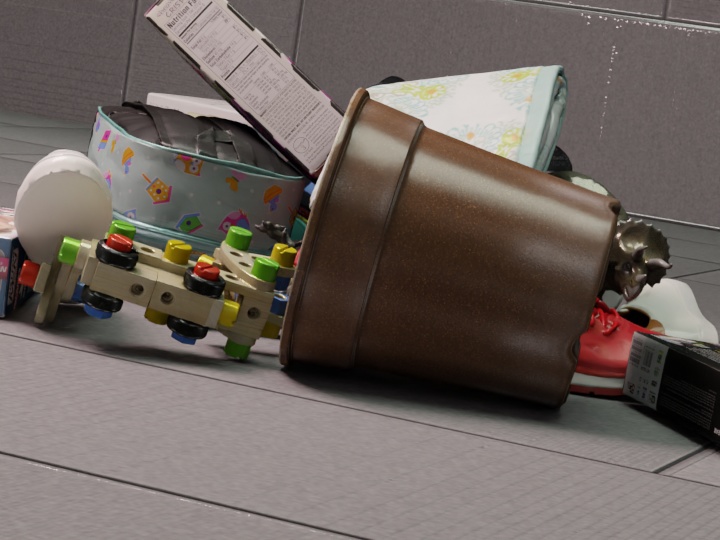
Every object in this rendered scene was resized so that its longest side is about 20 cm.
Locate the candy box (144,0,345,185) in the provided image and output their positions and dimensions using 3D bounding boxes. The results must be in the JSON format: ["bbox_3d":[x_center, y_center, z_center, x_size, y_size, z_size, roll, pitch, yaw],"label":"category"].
[{"bbox_3d":[-0.082,-0.155,1.857,0.200,0.061,0.136,45,0,11],"label":"candy box"}]

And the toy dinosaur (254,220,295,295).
[{"bbox_3d":[-0.046,0.010,1.676,0.200,0.088,0.047,9,-12,-2],"label":"toy dinosaur"}]

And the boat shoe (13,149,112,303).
[{"bbox_3d":[-0.211,-0.045,1.606,0.072,0.069,0.200,-5,-26,0],"label":"boat shoe"}]

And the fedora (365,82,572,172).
[{"bbox_3d":[0.081,-0.089,1.874,0.200,0.092,0.201,19,11,-4],"label":"fedora"}]

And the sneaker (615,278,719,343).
[{"bbox_3d":[0.226,0.043,1.780,0.085,0.073,0.200,10,7,-7],"label":"sneaker"}]

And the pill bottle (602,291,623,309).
[{"bbox_3d":[0.166,-0.004,1.880,0.119,0.120,0.200,8,2,-3],"label":"pill bottle"}]

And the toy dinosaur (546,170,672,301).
[{"bbox_3d":[0.177,-0.029,1.729,0.077,0.102,0.200,9,34,-41],"label":"toy dinosaur"}]

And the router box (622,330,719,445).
[{"bbox_3d":[0.286,0.090,1.518,0.149,0.051,0.200,9,6,-15],"label":"router box"}]

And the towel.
[{"bbox_3d":[0.063,-0.096,1.692,0.171,0.048,0.200,-2,32,17],"label":"towel"}]

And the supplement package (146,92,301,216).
[{"bbox_3d":[-0.104,-0.082,2.125,0.150,0.152,0.200,4,7,-36],"label":"supplement package"}]

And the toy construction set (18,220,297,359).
[{"bbox_3d":[-0.140,0.006,1.540,0.200,0.092,0.131,4,17,-5],"label":"toy construction set"}]

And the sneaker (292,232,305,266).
[{"bbox_3d":[0.000,0.000,1.783,0.079,0.096,0.200,-6,30,30],"label":"sneaker"}]

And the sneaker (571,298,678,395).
[{"bbox_3d":[0.151,0.023,1.622,0.200,0.116,0.078,5,16,-1],"label":"sneaker"}]

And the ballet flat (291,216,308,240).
[{"bbox_3d":[-0.033,0.001,1.937,0.067,0.067,0.200,29,1,-23],"label":"ballet flat"}]

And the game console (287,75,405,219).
[{"bbox_3d":[0.040,-0.088,1.983,0.200,0.177,0.031,31,-24,35],"label":"game console"}]

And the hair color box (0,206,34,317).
[{"bbox_3d":[-0.296,-0.013,1.656,0.100,0.061,0.200,8,7,-1],"label":"hair color box"}]

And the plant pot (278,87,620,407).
[{"bbox_3d":[0.066,-0.002,1.521,0.198,0.201,0.200,17,7,3],"label":"plant pot"}]

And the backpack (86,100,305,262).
[{"bbox_3d":[-0.140,-0.057,1.827,0.176,0.154,0.200,15,0,-21],"label":"backpack"}]
